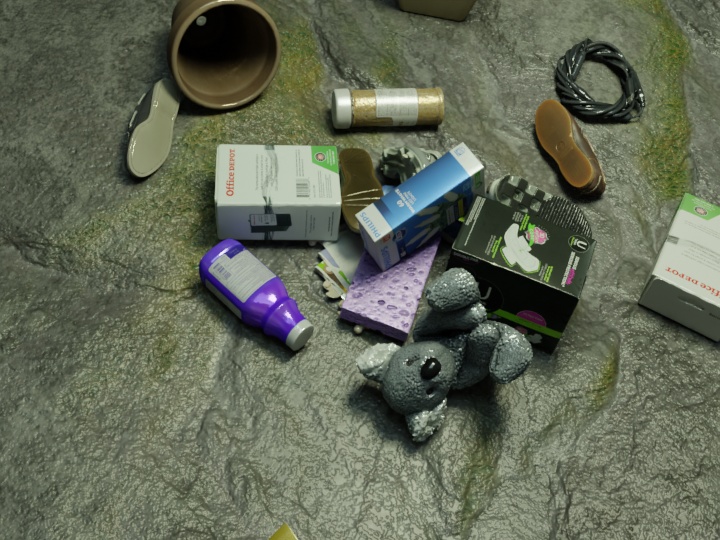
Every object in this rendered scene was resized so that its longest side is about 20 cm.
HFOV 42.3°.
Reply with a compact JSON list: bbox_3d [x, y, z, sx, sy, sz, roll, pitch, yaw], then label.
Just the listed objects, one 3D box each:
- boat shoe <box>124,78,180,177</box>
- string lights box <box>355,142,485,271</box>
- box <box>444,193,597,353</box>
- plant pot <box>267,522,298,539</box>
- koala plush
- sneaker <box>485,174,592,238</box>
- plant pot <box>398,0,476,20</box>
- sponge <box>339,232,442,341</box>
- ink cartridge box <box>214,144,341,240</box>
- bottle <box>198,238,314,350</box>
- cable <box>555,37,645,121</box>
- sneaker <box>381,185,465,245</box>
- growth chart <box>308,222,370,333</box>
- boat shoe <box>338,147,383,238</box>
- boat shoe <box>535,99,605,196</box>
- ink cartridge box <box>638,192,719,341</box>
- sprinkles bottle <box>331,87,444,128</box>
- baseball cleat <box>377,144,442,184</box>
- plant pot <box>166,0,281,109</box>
[{"bbox_3d":[-0.363,-0.236,1.584,0.062,0.072,0.203,-15,50,37],"label":"boat shoe"},{"bbox_3d":[0.093,-0.095,1.408,0.198,0.103,0.059,-35,64,-7],"label":"string lights box"},{"bbox_3d":[0.235,0.005,1.414,0.197,0.150,0.125,22,53,10],"label":"box"},{"bbox_3d":[-0.086,0.441,1.049,0.175,0.201,0.201,-34,64,-14],"label":"plant pot"},{"bbox_3d":[0.107,0.130,1.320,0.200,0.184,0.178,-43,90,-13],"label":"koala plush"},{"bbox_3d":[0.293,-0.093,1.542,0.198,0.088,0.075,33,80,-12],"label":"sneaker"},{"bbox_3d":[0.160,-0.612,1.827,0.196,0.178,0.203,10,54,1],"label":"plant pot"},{"bbox_3d":[0.050,0.004,1.447,0.110,0.030,0.202,18,56,5],"label":"sponge"},{"bbox_3d":[-0.134,-0.126,1.496,0.196,0.084,0.148,1,47,-6],"label":"ink cartridge box"},{"bbox_3d":[-0.154,0.039,1.395,0.199,0.066,0.083,40,60,20],"label":"bottle"},{"bbox_3d":[0.448,-0.363,1.772,0.160,0.051,0.203,-4,58,-4],"label":"cable"},{"bbox_3d":[0.121,-0.105,1.516,0.196,0.090,0.079,17,54,8],"label":"sneaker"},{"bbox_3d":[0.000,0.000,1.471,0.143,0.018,0.202,-20,59,-19],"label":"growth chart"},{"bbox_3d":[-0.001,-0.118,1.511,0.072,0.066,0.202,-1,44,-3],"label":"boat shoe"},{"bbox_3d":[0.371,-0.214,1.645,0.070,0.070,0.203,17,46,-44],"label":"boat shoe"},{"bbox_3d":[0.551,-0.007,1.500,0.144,0.085,0.201,27,56,13],"label":"ink cartridge box"},{"bbox_3d":[0.048,-0.289,1.652,0.196,0.069,0.069,-3,55,-9],"label":"sprinkles bottle"},{"bbox_3d":[0.098,-0.177,1.526,0.104,0.071,0.200,-6,17,-17],"label":"baseball cleat"},{"bbox_3d":[-0.258,-0.414,1.647,0.197,0.203,0.175,-16,41,-17],"label":"plant pot"}]
